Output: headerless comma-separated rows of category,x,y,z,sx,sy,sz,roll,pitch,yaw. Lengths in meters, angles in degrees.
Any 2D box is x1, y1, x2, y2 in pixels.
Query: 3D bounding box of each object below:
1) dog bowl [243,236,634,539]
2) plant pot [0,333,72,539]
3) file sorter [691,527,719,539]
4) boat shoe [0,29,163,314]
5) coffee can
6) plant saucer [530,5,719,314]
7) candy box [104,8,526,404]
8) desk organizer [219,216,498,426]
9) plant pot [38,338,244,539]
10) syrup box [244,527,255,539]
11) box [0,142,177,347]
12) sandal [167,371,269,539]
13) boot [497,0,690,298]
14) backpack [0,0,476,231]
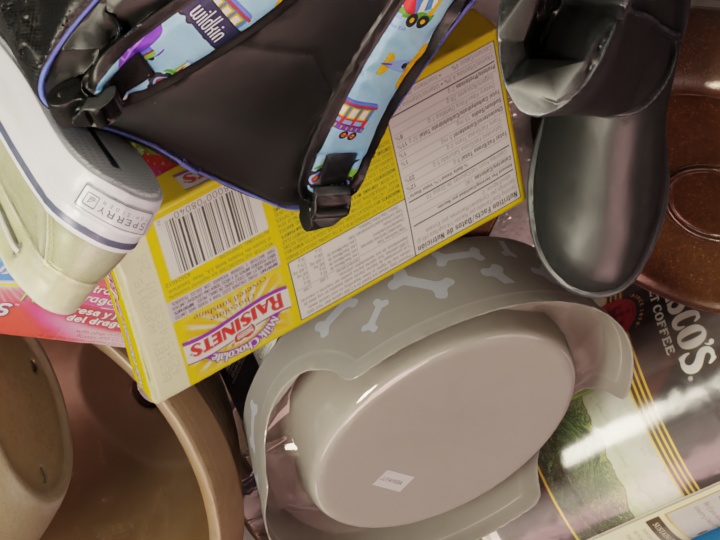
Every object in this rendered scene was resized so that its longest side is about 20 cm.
dog bowl,0.033,0.064,1.311,0.199,0.059,0.201,-19,144,-15
plant pot,-0.211,0.081,1.238,0.134,0.202,0.200,-17,149,16
file sorter,0.244,0.164,1.524,0.138,0.200,0.123,8,140,50
boat shoe,-0.139,-0.055,1.079,0.072,0.200,0.062,29,105,-32
coffee can,0.159,0.077,1.465,0.199,0.147,0.146,-26,147,16
plant saucer,0.174,-0.042,1.300,0.199,0.035,0.201,14,140,12
candy box,-0.020,-0.028,1.181,0.199,0.026,0.103,-29,136,-17
desk organizer,0.000,0.000,1.319,0.076,0.072,0.201,-5,139,-29
plant pot,-0.131,0.082,1.356,0.201,0.201,0.093,-49,176,42
syrup box,-0.103,0.191,1.587,0.078,0.082,0.201,-8,146,-11
box,-0.175,-0.041,1.178,0.199,0.100,0.096,8,141,-33
sandal,-0.058,0.080,1.453,0.081,0.055,0.200,-35,133,-5
boot,0.097,-0.070,1.136,0.065,0.166,0.200,7,-179,9
backpack,-0.033,-0.141,1.053,0.182,0.135,0.200,22,115,-46
